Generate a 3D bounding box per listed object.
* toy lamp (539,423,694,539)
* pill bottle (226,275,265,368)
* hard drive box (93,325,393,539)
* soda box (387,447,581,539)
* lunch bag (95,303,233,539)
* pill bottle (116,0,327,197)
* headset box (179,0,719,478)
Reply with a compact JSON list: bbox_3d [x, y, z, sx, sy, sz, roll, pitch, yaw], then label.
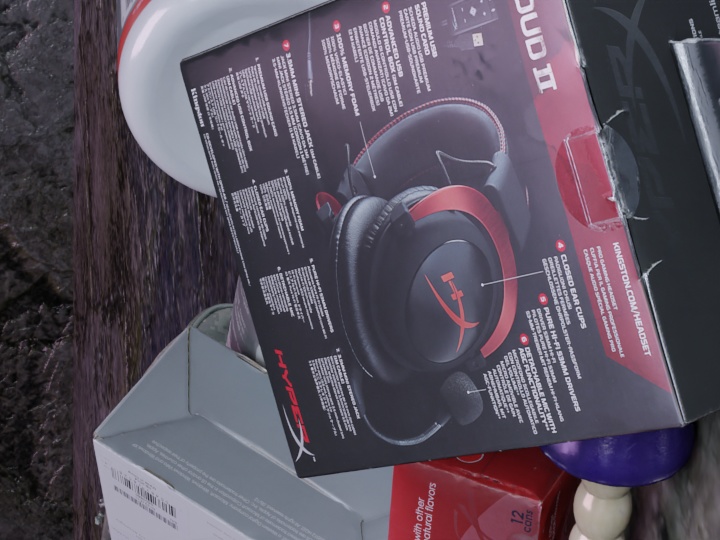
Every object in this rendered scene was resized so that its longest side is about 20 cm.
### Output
[{"bbox_3d":[0.084,0.104,0.772,0.058,0.058,0.201,-113,22,-58],"label":"toy lamp"},{"bbox_3d":[0.000,0.000,0.997,0.201,0.112,0.114,104,160,-54],"label":"pill bottle"},{"bbox_3d":[-0.039,0.141,1.028,0.077,0.155,0.201,-49,-20,-29],"label":"hard drive box"},{"bbox_3d":[0.047,0.149,0.872,0.070,0.063,0.201,-43,-36,-53],"label":"soda box"},{"bbox_3d":[-0.098,0.126,1.437,0.200,0.138,0.169,120,161,-67],"label":"lunch bag"},{"bbox_3d":[-0.045,-0.132,0.902,0.201,0.115,0.116,-98,12,-49],"label":"pill bottle"},{"bbox_3d":[0.046,-0.023,0.670,0.199,0.075,0.150,-15,92,50],"label":"headset box"}]
